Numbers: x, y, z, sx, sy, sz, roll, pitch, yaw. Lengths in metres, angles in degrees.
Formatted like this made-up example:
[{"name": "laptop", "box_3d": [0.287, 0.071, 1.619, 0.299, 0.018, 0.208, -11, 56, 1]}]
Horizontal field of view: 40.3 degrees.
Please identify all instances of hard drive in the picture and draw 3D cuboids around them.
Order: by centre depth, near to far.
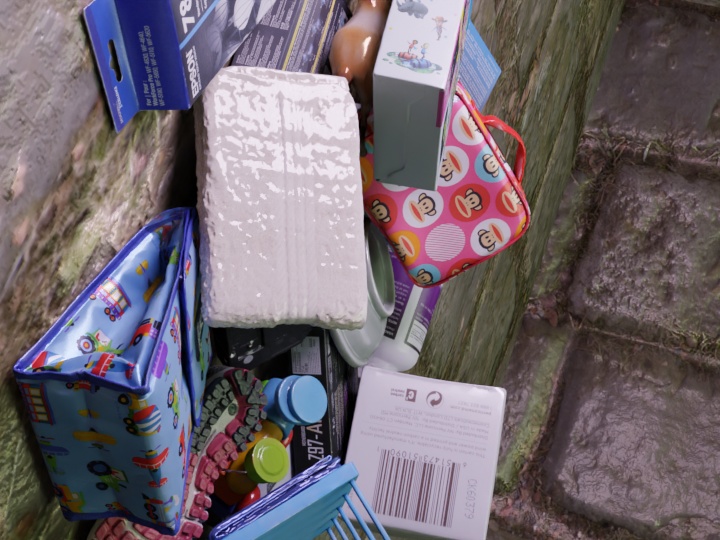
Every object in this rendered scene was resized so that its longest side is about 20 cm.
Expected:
[{"name": "hard drive", "box_3d": [-0.069, -0.001, 0.858, 0.138, 0.038, 0.201, -28, 148, -21]}]

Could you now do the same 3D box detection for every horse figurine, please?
[{"name": "horse figurine", "box_3d": [0.002, -0.192, 0.870, 0.133, 0.049, 0.202, 85, 21, -56]}]

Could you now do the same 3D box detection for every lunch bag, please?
[{"name": "lunch bag", "box_3d": [-0.155, 0.061, 0.721, 0.201, 0.092, 0.152, -74, 167, -48]}, {"name": "lunch bag", "box_3d": [0.086, -0.097, 1.013, 0.201, 0.175, 0.082, 56, 9, -29]}]

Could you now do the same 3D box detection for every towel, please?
[{"name": "towel", "box_3d": [-0.062, -0.056, 0.747, 0.034, 0.131, 0.204, 157, -67, -64]}, {"name": "towel", "box_3d": [-0.097, 0.248, 0.908, 0.144, 0.024, 0.201, -26, 158, -34]}]

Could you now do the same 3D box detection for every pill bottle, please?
[{"name": "pill bottle", "box_3d": [0.036, 0.048, 1.241, 0.113, 0.111, 0.203, 58, 51, -68]}]

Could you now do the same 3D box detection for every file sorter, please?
[{"name": "file sorter", "box_3d": [-0.046, 0.277, 0.851, 0.138, 0.123, 0.201, -28, 161, -20]}]

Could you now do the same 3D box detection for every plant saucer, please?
[{"name": "plant saucer", "box_3d": [0.000, 0.000, 1.054, 0.200, 0.049, 0.203, -12, 90, -76]}]

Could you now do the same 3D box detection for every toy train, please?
[{"name": "toy train", "box_3d": [-0.106, 0.181, 0.864, 0.115, 0.085, 0.201, -26, -152, 48]}]

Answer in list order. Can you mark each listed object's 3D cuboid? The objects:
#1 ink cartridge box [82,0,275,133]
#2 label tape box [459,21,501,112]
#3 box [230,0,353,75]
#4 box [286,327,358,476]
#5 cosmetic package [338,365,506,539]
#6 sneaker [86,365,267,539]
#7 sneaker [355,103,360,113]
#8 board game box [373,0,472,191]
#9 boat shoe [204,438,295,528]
[{"name": "ink cartridge box", "box_3d": [-0.113, -0.189, 0.681, 0.100, 0.039, 0.201, 87, 26, -49]}, {"name": "label tape box", "box_3d": [0.072, -0.211, 1.106, 0.144, 0.066, 0.201, 51, 51, -29]}, {"name": "box", "box_3d": [-0.062, -0.154, 0.858, 0.161, 0.048, 0.203, 44, 62, -72]}, {"name": "box", "box_3d": [-0.037, 0.127, 1.081, 0.160, 0.043, 0.203, -61, 151, -69]}, {"name": "cosmetic package", "box_3d": [0.072, 0.220, 1.122, 0.200, 0.162, 0.168, 77, 23, -72]}, {"name": "sneaker", "box_3d": [-0.155, 0.168, 0.811, 0.201, 0.074, 0.081, -53, 122, -25]}, {"name": "sneaker", "box_3d": [0.035, -0.130, 1.123, 0.200, 0.085, 0.082, 28, 77, -72]}, {"name": "board game box", "box_3d": [0.059, -0.197, 0.870, 0.148, 0.063, 0.203, 90, 11, -62]}, {"name": "boat shoe", "box_3d": [-0.107, 0.206, 1.017, 0.200, 0.056, 0.070, -37, 130, -68]}]
